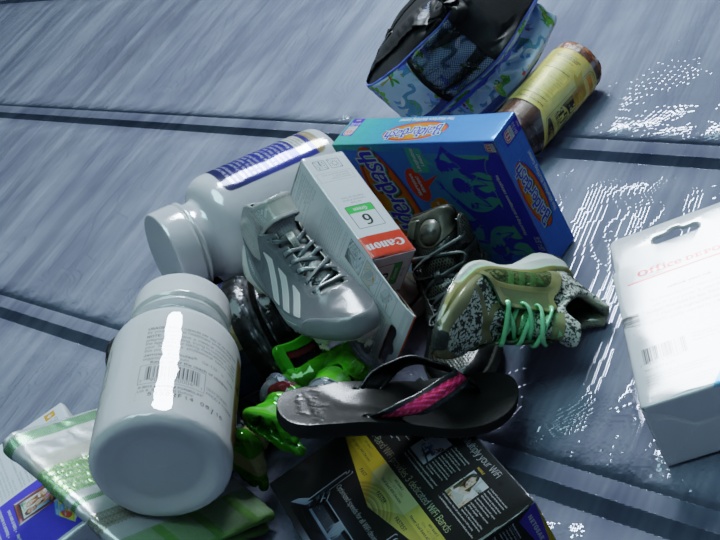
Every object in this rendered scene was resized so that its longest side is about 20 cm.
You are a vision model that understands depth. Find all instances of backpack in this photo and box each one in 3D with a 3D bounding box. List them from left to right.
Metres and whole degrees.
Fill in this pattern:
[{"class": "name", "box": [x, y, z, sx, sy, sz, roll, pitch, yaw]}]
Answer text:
[{"class": "backpack", "box": [0.111, -0.248, 1.404, 0.200, 0.147, 0.183, -34, 20, 45]}]

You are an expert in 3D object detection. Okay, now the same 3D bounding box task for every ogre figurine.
[{"class": "ogre figurine", "box": [-0.054, 0.115, 1.091, 0.098, 0.200, 0.120, 40, 55, 14]}]

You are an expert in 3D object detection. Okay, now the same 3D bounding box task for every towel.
[{"class": "towel", "box": [-0.190, 0.184, 1.067, 0.200, 0.031, 0.149, 33, 29, 32]}]

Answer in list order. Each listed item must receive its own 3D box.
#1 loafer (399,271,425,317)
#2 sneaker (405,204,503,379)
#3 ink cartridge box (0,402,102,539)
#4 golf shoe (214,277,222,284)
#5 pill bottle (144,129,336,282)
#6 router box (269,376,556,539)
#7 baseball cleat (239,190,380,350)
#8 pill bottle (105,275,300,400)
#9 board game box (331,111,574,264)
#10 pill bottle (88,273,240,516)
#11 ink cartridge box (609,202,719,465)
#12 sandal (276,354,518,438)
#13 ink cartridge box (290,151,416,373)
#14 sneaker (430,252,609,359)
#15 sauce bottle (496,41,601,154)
[{"class": "loafer", "box": [-0.003, -0.001, 1.245, 0.072, 0.063, 0.200, -43, 30, -15]}, {"class": "sneaker", "box": [0.075, 0.020, 1.113, 0.076, 0.114, 0.200, -20, 35, 21]}, {"class": "ink cartridge box", "box": [-0.321, 0.229, 1.128, 0.200, 0.043, 0.198, -34, 33, -10]}, {"class": "golf shoe", "box": [-0.168, -0.006, 1.389, 0.200, 0.078, 0.095, 11, 51, 49]}, {"class": "pill bottle", "box": [-0.110, -0.054, 1.271, 0.199, 0.120, 0.120, -25, 28, -23]}, {"class": "router box", "box": [0.034, 0.187, 0.970, 0.157, 0.052, 0.200, -34, 31, -6]}, {"class": "baseball cleat", "box": [-0.056, -0.007, 1.087, 0.070, 0.107, 0.200, -26, 31, -27]}, {"class": "pill bottle", "box": [-0.135, 0.074, 1.216, 0.199, 0.112, 0.112, -27, 32, 8]}, {"class": "board game box", "box": [0.086, -0.076, 1.198, 0.200, 0.152, 0.045, 4, 46, 44]}, {"class": "pill bottle", "box": [-0.159, 0.097, 1.057, 0.114, 0.115, 0.200, -22, 34, 14]}, {"class": "ink cartridge box", "box": [0.265, 0.042, 0.961, 0.115, 0.067, 0.200, -21, 34, 18]}, {"class": "sandal", "box": [0.034, 0.094, 0.965, 0.199, 0.045, 0.075, -2, 24, -19]}, {"class": "ink cartridge box", "box": [0.000, 0.000, 1.127, 0.050, 0.109, 0.200, -14, 53, -32]}, {"class": "sneaker", "box": [0.136, 0.034, 1.022, 0.088, 0.077, 0.200, 25, 28, 36]}, {"class": "sauce bottle", "box": [0.177, -0.158, 1.319, 0.066, 0.066, 0.200, 14, 55, 49]}]
